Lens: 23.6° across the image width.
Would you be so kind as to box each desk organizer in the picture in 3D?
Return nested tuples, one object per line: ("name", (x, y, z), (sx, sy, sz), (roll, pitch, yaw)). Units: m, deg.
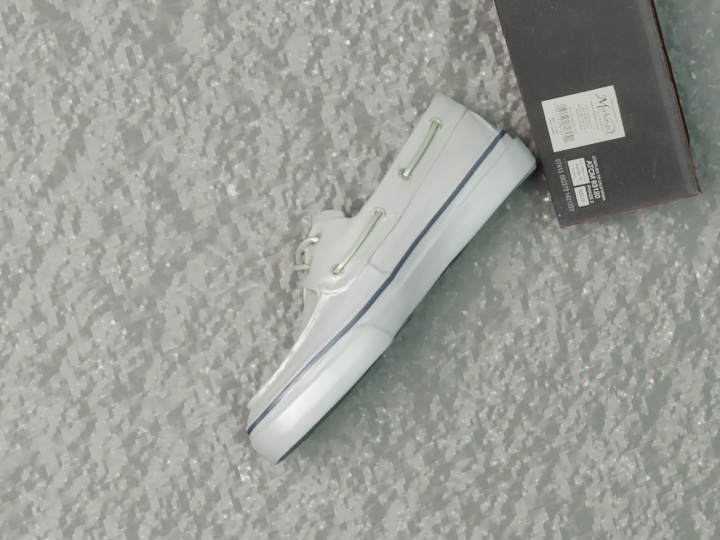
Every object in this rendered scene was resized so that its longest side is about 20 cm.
("desk organizer", (0.107, -0.132, 0.844), (0.072, 0.077, 0.200), (-13, 109, 14))

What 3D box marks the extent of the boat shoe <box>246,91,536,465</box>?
("boat shoe", (0.000, 0.000, 0.815), (0.067, 0.074, 0.200), (39, 66, 3))
